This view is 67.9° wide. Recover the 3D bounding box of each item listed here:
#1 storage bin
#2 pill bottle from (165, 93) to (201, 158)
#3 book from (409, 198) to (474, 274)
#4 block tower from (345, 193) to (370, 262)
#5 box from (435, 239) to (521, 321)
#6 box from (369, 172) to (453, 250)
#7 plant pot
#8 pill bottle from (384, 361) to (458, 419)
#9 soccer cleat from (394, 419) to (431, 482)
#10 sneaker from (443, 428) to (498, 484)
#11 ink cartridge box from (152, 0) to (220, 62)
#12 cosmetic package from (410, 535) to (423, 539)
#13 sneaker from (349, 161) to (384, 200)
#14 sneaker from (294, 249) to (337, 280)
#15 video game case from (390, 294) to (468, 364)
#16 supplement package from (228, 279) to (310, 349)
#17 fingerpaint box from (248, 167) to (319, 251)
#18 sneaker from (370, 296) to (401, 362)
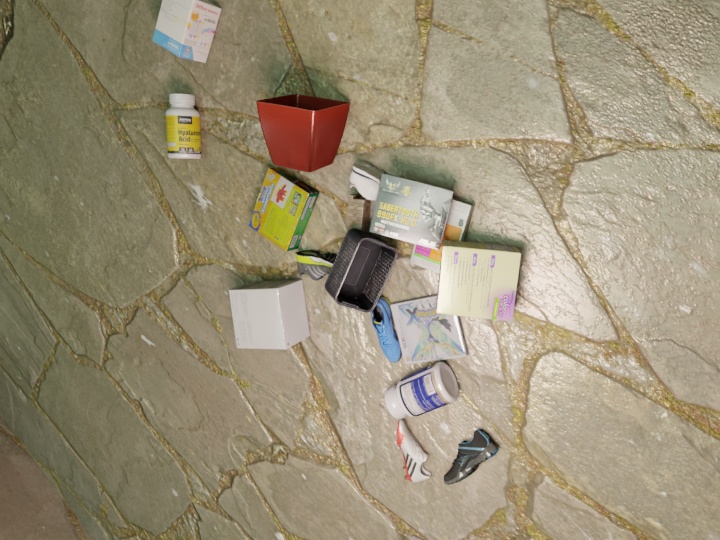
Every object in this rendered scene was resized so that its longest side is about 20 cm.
[{"bbox_3d":[0.000,0.000,1.515,0.094,0.133,0.203,40,109,58],"label":"storage bin"},{"bbox_3d":[-0.587,-0.475,1.769,0.109,0.111,0.205,6,103,26],"label":"pill bottle"},{"bbox_3d":[0.219,-0.099,1.463,0.132,0.048,0.204,22,108,25],"label":"book"},{"bbox_3d":[-0.009,-0.120,1.571,0.057,0.054,0.205,8,104,24],"label":"block tower"},{"bbox_3d":[0.301,0.023,1.383,0.195,0.097,0.180,5,103,8],"label":"box"},{"bbox_3d":[0.136,-0.158,1.424,0.196,0.048,0.162,16,103,9],"label":"box"},{"bbox_3d":[-0.162,-0.391,1.528,0.196,0.200,0.180,16,117,24],"label":"plant pot"},{"bbox_3d":[0.172,0.349,1.533,0.198,0.115,0.117,-29,86,29],"label":"pill bottle"},{"bbox_3d":[0.158,0.541,1.610,0.083,0.069,0.204,-11,98,19],"label":"soccer cleat"},{"bbox_3d":[0.305,0.539,1.537,0.200,0.073,0.082,-48,61,21],"label":"sneaker"},{"bbox_3d":[-0.540,-0.784,1.675,0.124,0.128,0.203,34,114,17],"label":"ink cartridge box"},{"bbox_3d":[0.204,0.931,1.581,0.196,0.199,0.126,13,106,24],"label":"cosmetic package"},{"bbox_3d":[0.053,-0.231,1.516,0.199,0.076,0.082,35,127,21],"label":"sneaker"},{"bbox_3d":[-0.114,-0.009,1.646,0.197,0.074,0.083,13,115,31],"label":"sneaker"},{"bbox_3d":[0.195,0.169,1.539,0.197,0.022,0.186,-13,94,29],"label":"video game case"},{"bbox_3d":[-0.291,0.138,1.714,0.196,0.146,0.196,-3,99,27],"label":"supplement package"},{"bbox_3d":[-0.240,-0.191,1.666,0.165,0.073,0.203,32,112,18],"label":"fingerpaint box"},{"bbox_3d":[0.067,0.181,1.577,0.065,0.078,0.204,-12,96,26],"label":"sneaker"}]
